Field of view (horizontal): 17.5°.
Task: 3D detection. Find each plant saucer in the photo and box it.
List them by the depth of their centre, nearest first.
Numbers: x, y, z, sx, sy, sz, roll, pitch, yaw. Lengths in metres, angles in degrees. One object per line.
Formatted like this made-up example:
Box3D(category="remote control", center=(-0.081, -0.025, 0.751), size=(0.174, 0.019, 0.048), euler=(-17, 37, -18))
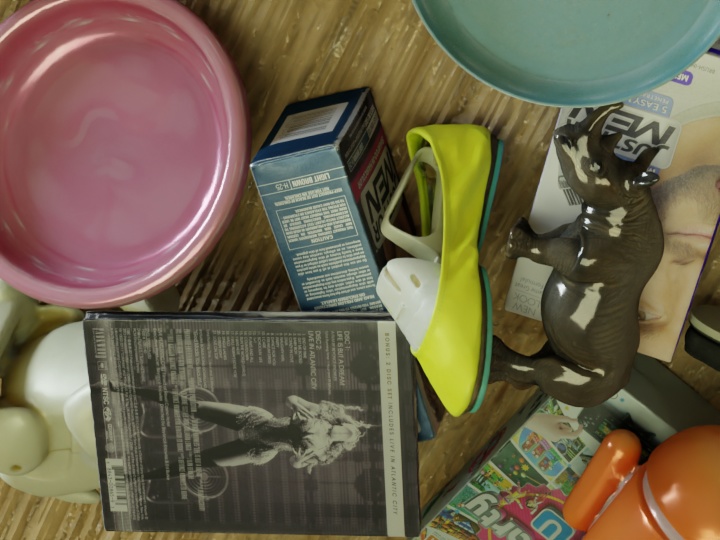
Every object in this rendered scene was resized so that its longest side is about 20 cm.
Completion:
Box3D(category="plant saucer", center=(0.121, -0.189, 1.306), size=(0.199, 0.027, 0.201), euler=(0, 88, 8))
Box3D(category="plant saucer", center=(-0.156, -0.075, 1.435), size=(0.200, 0.051, 0.201), euler=(-2, 84, 18))

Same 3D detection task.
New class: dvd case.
Box3D(category="dvd case", center=(-0.064, 0.093, 1.423), size=(0.199, 0.016, 0.149), euler=(0, 114, 8))

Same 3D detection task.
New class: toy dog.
Box3D(category="toy dog", center=(-0.147, 0.097, 1.511), size=(0.199, 0.140, 0.194), euler=(6, 124, 13))

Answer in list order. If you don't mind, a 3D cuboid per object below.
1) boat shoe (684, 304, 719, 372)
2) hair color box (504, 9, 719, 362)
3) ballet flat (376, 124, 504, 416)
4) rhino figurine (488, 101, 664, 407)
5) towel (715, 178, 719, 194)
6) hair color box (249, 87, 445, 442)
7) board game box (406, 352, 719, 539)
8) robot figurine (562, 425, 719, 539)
Box3D(category="boat shoe", center=(0.283, 0.082, 1.409), size=(0.201, 0.074, 0.063), euler=(24, 112, -1))
Box3D(category="hair color box", center=(0.164, -0.056, 1.382), size=(0.109, 0.065, 0.201), euler=(18, 121, 7))
Box3D(category="ballet flat", center=(0.043, -0.005, 1.372), size=(0.067, 0.201, 0.067), euler=(14, 145, -11))
Box3D(category="rhino figurine", center=(0.129, -0.007, 1.347), size=(0.087, 0.060, 0.201), euler=(14, 117, 6))
Box3D(category="towel", center=(0.314, -0.084, 1.314), size=(0.144, 0.023, 0.200), euler=(26, 118, -22))
Box3D(category="hair color box", center=(0.000, 0.000, 1.437), size=(0.060, 0.100, 0.201), euler=(-11, 112, 18))
Box3D(category="board game box", center=(0.144, 0.152, 1.493), size=(0.147, 0.064, 0.200), euler=(39, 120, -4))
Box3D(category="robot figurine", center=(0.194, 0.175, 1.388), size=(0.116, 0.144, 0.200), euler=(18, 122, -26))
